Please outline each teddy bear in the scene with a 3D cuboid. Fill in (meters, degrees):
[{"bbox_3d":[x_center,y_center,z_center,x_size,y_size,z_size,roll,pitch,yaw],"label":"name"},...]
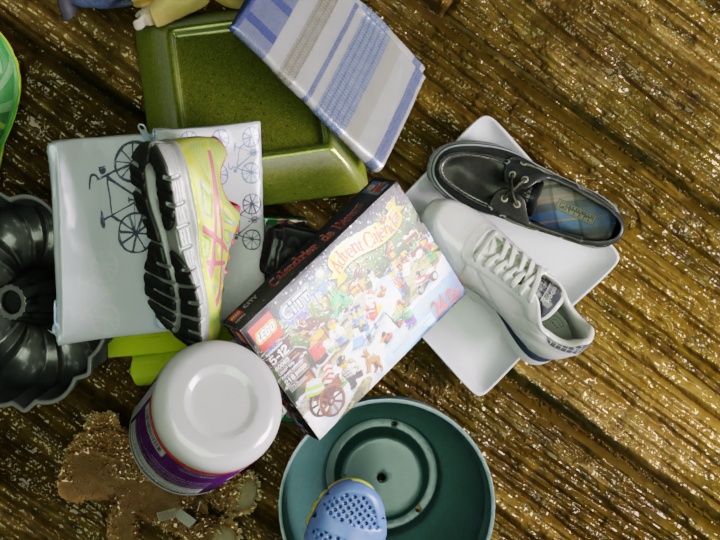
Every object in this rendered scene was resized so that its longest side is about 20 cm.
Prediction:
[{"bbox_3d":[-0.194,0.209,1.445,0.198,0.067,0.146,8,109,-8],"label":"teddy bear"}]

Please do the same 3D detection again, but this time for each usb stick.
[{"bbox_3d":[0.000,0.000,1.383,0.199,0.033,0.056,13,93,-28],"label":"usb stick"}]

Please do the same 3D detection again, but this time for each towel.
[{"bbox_3d":[-0.026,-0.200,1.368,0.200,0.024,0.148,42,50,-24],"label":"towel"}]

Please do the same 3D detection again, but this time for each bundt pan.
[{"bbox_3d":[-0.308,0.025,1.383,0.200,0.076,0.204,2,97,17],"label":"bundt pan"}]

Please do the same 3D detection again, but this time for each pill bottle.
[{"bbox_3d":[-0.144,0.137,1.321,0.112,0.200,0.113,5,73,-16],"label":"pill bottle"}]

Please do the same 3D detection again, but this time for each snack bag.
[{"bbox_3d":[-0.179,-0.034,1.311,0.198,0.021,0.190,-5,105,-24],"label":"snack bag"}]

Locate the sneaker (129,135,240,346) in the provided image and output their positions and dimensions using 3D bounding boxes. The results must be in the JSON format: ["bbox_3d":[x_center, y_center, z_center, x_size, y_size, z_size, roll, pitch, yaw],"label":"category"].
[{"bbox_3d":[-0.136,-0.025,1.283,0.090,0.078,0.201,-26,125,-39],"label":"sneaker"}]

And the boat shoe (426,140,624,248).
[{"bbox_3d":[0.160,-0.073,1.409,0.199,0.057,0.069,19,94,-5],"label":"boat shoe"}]

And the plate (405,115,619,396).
[{"bbox_3d":[0.118,-0.015,1.456,0.200,0.032,0.200,-44,97,2],"label":"plate"}]

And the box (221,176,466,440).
[{"bbox_3d":[-0.011,0.033,1.331,0.200,0.038,0.137,-44,119,-18],"label":"box"}]

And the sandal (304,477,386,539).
[{"bbox_3d":[-0.027,0.283,1.316,0.079,0.087,0.202,16,94,-1],"label":"sandal"}]

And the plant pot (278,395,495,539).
[{"bbox_3d":[0.022,0.209,1.418,0.198,0.134,0.202,0,97,-2],"label":"plant pot"}]

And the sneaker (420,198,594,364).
[{"bbox_3d":[0.139,0.003,1.394,0.200,0.080,0.077,44,70,-11],"label":"sneaker"}]

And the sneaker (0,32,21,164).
[{"bbox_3d":[-0.366,-0.136,1.381,0.073,0.084,0.202,7,94,9],"label":"sneaker"}]

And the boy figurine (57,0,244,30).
[{"bbox_3d":[-0.183,-0.281,1.388,0.198,0.065,0.125,-4,64,-5],"label":"boy figurine"}]

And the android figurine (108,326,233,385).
[{"bbox_3d":[-0.185,0.016,1.406,0.198,0.041,0.184,-5,93,15],"label":"android figurine"}]

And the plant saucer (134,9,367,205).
[{"bbox_3d":[-0.103,-0.162,1.384,0.198,0.048,0.202,-8,75,-5],"label":"plant saucer"}]

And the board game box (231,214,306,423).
[{"bbox_3d":[-0.123,0.044,1.446,0.133,0.029,0.202,4,95,-3],"label":"board game box"}]
